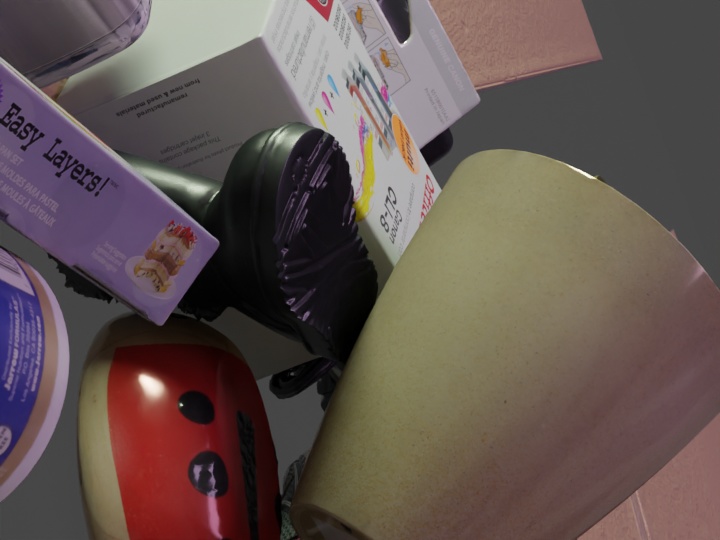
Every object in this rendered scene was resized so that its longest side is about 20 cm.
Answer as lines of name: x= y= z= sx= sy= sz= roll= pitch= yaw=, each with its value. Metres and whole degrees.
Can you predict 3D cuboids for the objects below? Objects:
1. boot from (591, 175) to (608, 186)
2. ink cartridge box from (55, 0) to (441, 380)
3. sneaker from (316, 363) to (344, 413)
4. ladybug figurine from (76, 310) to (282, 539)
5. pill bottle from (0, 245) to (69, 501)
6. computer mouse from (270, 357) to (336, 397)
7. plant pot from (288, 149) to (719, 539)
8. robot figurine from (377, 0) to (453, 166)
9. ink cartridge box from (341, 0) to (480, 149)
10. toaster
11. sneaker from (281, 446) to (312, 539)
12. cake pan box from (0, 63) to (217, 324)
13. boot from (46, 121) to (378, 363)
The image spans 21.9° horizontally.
boot: x=0.088 y=0.033 z=1.287 sx=0.066 sy=0.199 sz=0.176 roll=48 pitch=32 yaw=-45
ink cartridge box: x=-0.059 y=-0.061 z=1.080 sx=0.200 sy=0.144 sz=0.146 roll=60 pitch=22 yaw=-27
sneaker: x=0.065 y=0.105 z=1.227 sx=0.200 sy=0.078 sz=0.080 roll=42 pitch=35 yaw=10
ladybug figurine: x=-0.087 y=0.108 z=0.954 sx=0.136 sy=0.072 sz=0.201 roll=39 pitch=37 yaw=-55
pill bottle: x=-0.207 y=0.017 z=0.666 sx=0.200 sy=0.119 sz=0.120 roll=34 pitch=41 yaw=-57
computer mouse: x=0.000 y=0.000 z=1.206 sx=0.053 sy=0.138 sz=0.200 roll=57 pitch=13 yaw=-14
plant pot: x=0.060 y=0.075 z=0.932 sx=0.200 sy=0.187 sz=0.188 roll=-48 pitch=124 yaw=-22
robot figurine: x=-0.013 y=-0.152 z=1.317 sx=0.200 sy=0.150 sz=0.125 roll=59 pitch=40 yaw=-28
ink cartridge box: x=-0.036 y=-0.141 z=1.197 sx=0.043 sy=0.173 sz=0.200 roll=18 pitch=-37 yaw=58
toaster: x=-0.173 y=-0.184 z=0.939 sx=0.129 sy=0.113 sz=0.201 roll=54 pitch=18 yaw=-42
sneaker: x=-0.036 y=0.165 z=1.044 sx=0.200 sy=0.074 sz=0.081 roll=-91 pitch=161 yaw=-69
cake pan box: x=-0.173 y=-0.076 z=0.775 sx=0.184 sy=0.052 sz=0.200 roll=36 pitch=-3 yaw=35
boot: x=-0.087 y=-0.025 z=0.905 sx=0.200 sy=0.167 sz=0.077 roll=68 pitch=41 yaw=-67
